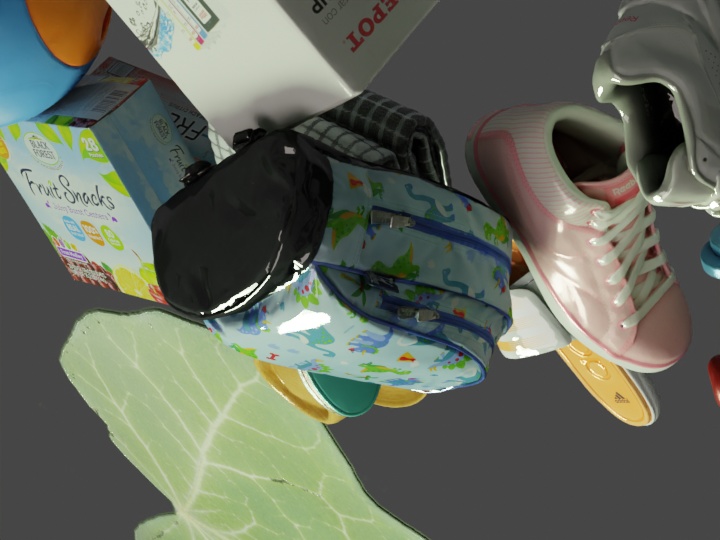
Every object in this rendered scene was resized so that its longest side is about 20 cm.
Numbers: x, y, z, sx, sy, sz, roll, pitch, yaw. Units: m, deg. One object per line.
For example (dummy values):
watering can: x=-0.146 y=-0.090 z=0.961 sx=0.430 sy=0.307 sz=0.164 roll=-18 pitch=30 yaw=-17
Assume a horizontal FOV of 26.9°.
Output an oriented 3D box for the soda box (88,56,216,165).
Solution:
soda box: x=-0.140 y=-0.100 z=1.187 sx=0.198 sy=0.064 sz=0.069 roll=24 pitch=149 yaw=31

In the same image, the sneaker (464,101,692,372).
sneaker: x=0.151 y=-0.020 z=0.913 sx=0.201 sy=0.075 sz=0.104 roll=51 pitch=157 yaw=-11

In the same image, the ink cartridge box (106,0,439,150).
ink cartridge box: x=-0.059 y=-0.199 z=0.839 sx=0.200 sy=0.148 sz=0.144 roll=48 pitch=152 yaw=-16

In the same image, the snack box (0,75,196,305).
snack box: x=-0.191 y=-0.063 z=1.149 sx=0.199 sy=0.068 sz=0.170 roll=11 pitch=136 yaw=49

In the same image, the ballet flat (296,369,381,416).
ballet flat: x=-0.041 y=0.008 z=1.034 sx=0.071 sy=0.069 sz=0.202 roll=35 pitch=154 yaw=58

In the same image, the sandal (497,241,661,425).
sandal: x=0.135 y=0.047 z=1.053 sx=0.207 sy=0.059 sz=0.079 roll=49 pitch=153 yaw=-14

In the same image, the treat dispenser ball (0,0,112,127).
treat dispenser ball: x=-0.272 y=-0.200 z=1.053 sx=0.200 sy=0.201 sz=0.202 roll=30 pitch=152 yaw=18

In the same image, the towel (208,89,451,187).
towel: x=-0.011 y=-0.049 z=1.065 sx=0.165 sy=0.086 sz=0.201 roll=26 pitch=149 yaw=33

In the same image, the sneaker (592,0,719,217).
sneaker: x=0.187 y=-0.054 z=0.788 sx=0.200 sy=0.100 sz=0.078 roll=46 pitch=153 yaw=-10

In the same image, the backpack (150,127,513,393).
backpack: x=0.000 y=0.000 z=0.900 sx=0.162 sy=0.198 sz=0.156 roll=-24 pitch=72 yaw=48

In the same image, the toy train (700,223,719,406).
toy train: x=0.234 y=0.061 z=0.823 sx=0.084 sy=0.201 sz=0.117 roll=-16 pitch=117 yaw=13

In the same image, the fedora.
fedora: x=-0.033 y=0.069 z=1.278 sx=0.199 sy=0.082 sz=0.202 roll=30 pitch=151 yaw=18
